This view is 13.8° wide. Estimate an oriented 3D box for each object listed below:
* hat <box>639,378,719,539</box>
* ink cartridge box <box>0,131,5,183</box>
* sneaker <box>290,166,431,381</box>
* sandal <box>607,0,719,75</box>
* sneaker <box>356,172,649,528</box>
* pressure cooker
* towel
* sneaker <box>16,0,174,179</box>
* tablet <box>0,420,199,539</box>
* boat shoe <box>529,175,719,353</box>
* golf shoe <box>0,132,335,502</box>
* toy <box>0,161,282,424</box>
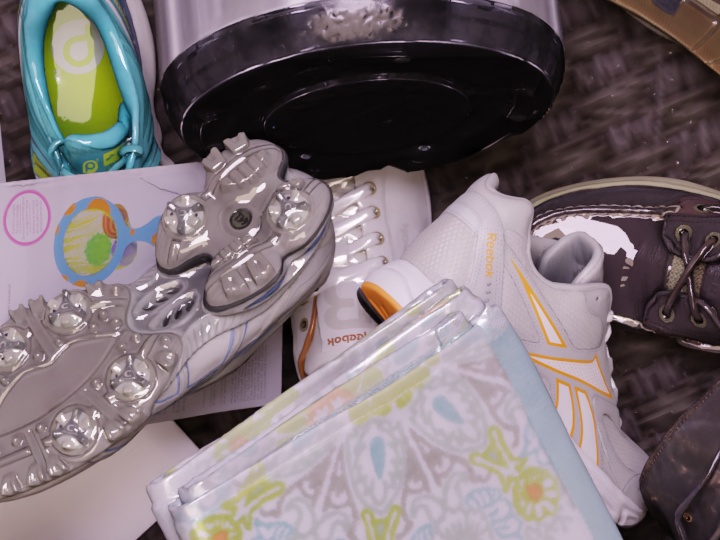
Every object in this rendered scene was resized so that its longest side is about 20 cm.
[{"bbox_3d":[0.171,0.100,1.321,0.081,0.200,0.201,31,98,28],"label":"hat"},{"bbox_3d":[-0.248,-0.019,1.266,0.146,0.200,0.083,-2,94,13],"label":"ink cartridge box"},{"bbox_3d":[0.000,0.000,1.337,0.072,0.085,0.201,-11,96,4],"label":"sneaker"},{"bbox_3d":[0.142,-0.146,1.325,0.200,0.054,0.080,41,111,14],"label":"sandal"},{"bbox_3d":[0.089,0.037,1.314,0.092,0.076,0.200,-48,131,-4],"label":"sneaker"},{"bbox_3d":[-0.009,-0.155,1.256,0.178,0.176,0.201,-8,71,9],"label":"pressure cooker"},{"bbox_3d":[0.024,0.128,1.220,0.171,0.048,0.201,-33,103,-21],"label":"towel"},{"bbox_3d":[-0.118,-0.042,1.334,0.077,0.080,0.201,-14,98,2],"label":"sneaker"},{"bbox_3d":[-0.182,0.061,1.383,0.130,0.014,0.200,-42,95,6],"label":"tablet"},{"bbox_3d":[0.164,0.000,1.343,0.199,0.065,0.074,6,98,0],"label":"boat shoe"},{"bbox_3d":[-0.086,0.038,1.234,0.200,0.097,0.078,-37,62,-6],"label":"golf shoe"},{"bbox_3d":[-0.120,0.011,1.276,0.199,0.047,0.116,-6,106,-36],"label":"toy"}]
